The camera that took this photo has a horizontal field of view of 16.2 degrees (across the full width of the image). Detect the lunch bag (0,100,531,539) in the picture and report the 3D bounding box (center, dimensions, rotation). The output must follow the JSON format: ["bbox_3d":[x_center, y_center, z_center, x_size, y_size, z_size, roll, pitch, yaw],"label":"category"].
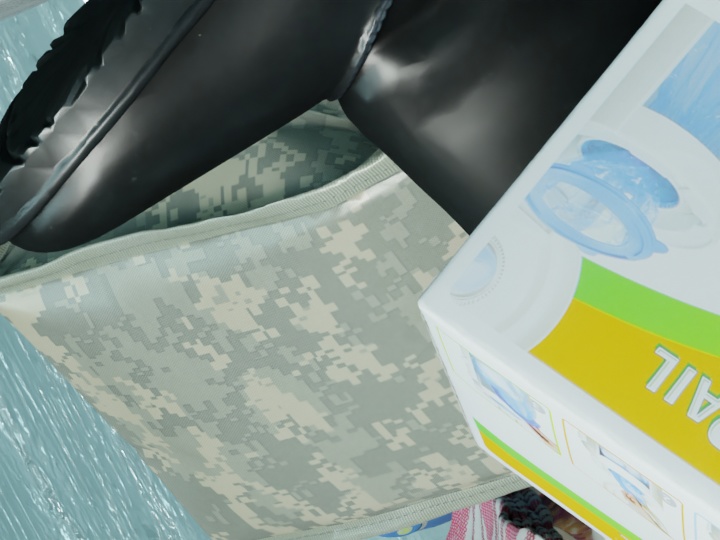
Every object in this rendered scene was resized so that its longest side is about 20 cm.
[{"bbox_3d":[0.000,0.000,0.858,0.200,0.118,0.164,-12,132,34],"label":"lunch bag"}]

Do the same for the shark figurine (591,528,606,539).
[{"bbox_3d":[0.107,0.151,0.939,0.128,0.090,0.215,18,136,-10],"label":"shark figurine"}]

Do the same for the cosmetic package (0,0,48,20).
[{"bbox_3d":[-0.193,-0.192,1.138,0.200,0.167,0.167,-8,105,63],"label":"cosmetic package"}]

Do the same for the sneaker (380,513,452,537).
[{"bbox_3d":[-0.011,0.044,1.180,0.200,0.077,0.076,44,153,34],"label":"sneaker"}]

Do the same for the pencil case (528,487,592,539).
[{"bbox_3d":[0.136,0.139,1.005,0.200,0.078,0.090,33,133,44],"label":"pencil case"}]

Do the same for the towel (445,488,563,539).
[{"bbox_3d":[0.029,0.150,0.933,0.030,0.147,0.200,23,-179,-2],"label":"towel"}]

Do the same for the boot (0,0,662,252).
[{"bbox_3d":[0.005,-0.047,0.715,0.162,0.198,0.073,37,-171,-20],"label":"boot"}]

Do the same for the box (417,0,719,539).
[{"bbox_3d":[0.129,0.039,0.608,0.200,0.113,0.101,34,167,22],"label":"box"}]
